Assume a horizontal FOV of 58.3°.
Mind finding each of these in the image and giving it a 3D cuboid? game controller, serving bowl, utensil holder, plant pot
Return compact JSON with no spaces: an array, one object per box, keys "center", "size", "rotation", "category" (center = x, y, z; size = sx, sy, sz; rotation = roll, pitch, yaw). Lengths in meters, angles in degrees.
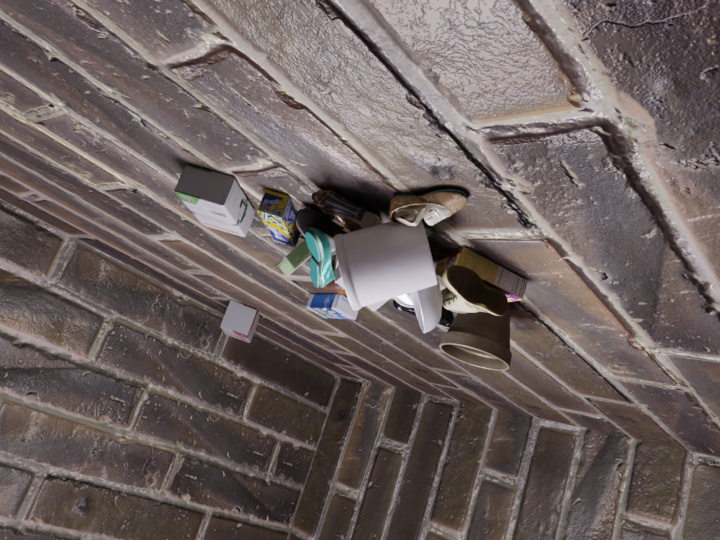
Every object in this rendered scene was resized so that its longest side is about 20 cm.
[{"center":[0.192,0.112,1.955],"size":[0.196,0.043,0.105],"rotation":[21,-160,-6],"category":"game controller"},{"center":[0.159,0.046,1.579],"size":[0.064,0.204,0.201],"rotation":[-15,161,0],"category":"serving bowl"},{"center":[0.058,-0.021,1.428],"size":[0.196,0.173,0.170],"rotation":[-15,158,4],"category":"utensil holder"},{"center":[0.334,0.158,1.773],"size":[0.196,0.177,0.200],"rotation":[18,164,5],"category":"plant pot"}]

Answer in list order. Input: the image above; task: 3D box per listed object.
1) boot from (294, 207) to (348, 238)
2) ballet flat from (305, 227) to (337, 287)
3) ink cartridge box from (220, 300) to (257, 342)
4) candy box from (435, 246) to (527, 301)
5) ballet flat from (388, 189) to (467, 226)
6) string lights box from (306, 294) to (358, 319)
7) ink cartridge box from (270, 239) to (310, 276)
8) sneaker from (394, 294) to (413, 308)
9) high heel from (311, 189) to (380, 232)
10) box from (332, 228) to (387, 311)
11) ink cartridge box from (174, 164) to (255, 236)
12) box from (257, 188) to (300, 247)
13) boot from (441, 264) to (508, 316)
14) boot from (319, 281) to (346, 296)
[{"center":[-0.110,-0.108,1.557],"size":[0.198,0.074,0.150],"rotation":[24,-174,-43],"category":"boot"},{"center":[-0.084,-0.041,1.473],"size":[0.068,0.070,0.202],"rotation":[48,156,29],"category":"ballet flat"},{"center":[-0.597,0.257,3.211],"size":[0.142,0.147,0.200],"rotation":[19,164,1],"category":"ink cartridge box"},{"center":[0.294,0.016,1.583],"size":[0.197,0.057,0.116],"rotation":[27,162,-17],"category":"candy box"},{"center":[0.134,-0.122,1.319],"size":[0.070,0.066,0.198],"rotation":[32,159,-35],"category":"ballet flat"},{"center":[-0.103,0.133,2.403],"size":[0.102,0.060,0.198],"rotation":[32,159,-33],"category":"string lights box"},{"center":[-0.164,-0.045,1.764],"size":[0.048,0.145,0.200],"rotation":[49,159,-3],"category":"ink cartridge box"},{"center":[0.106,0.046,1.858],"size":[0.197,0.077,0.116],"rotation":[16,165,21],"category":"sneaker"},{"center":[-0.031,-0.126,1.522],"size":[0.141,0.072,0.200],"rotation":[25,170,25],"category":"high heel"},{"center":[0.000,0.000,1.704],"size":[0.200,0.097,0.125],"rotation":[40,-164,-48],"category":"box"},{"center":[-0.377,-0.179,1.695],"size":[0.143,0.086,0.200],"rotation":[17,163,12],"category":"ink cartridge box"},{"center":[-0.206,-0.133,1.680],"size":[0.069,0.065,0.201],"rotation":[16,162,11],"category":"box"},{"center":[0.238,0.052,1.548],"size":[0.198,0.073,0.154],"rotation":[29,164,-28],"category":"boot"},{"center":[-0.023,0.050,2.037],"size":[0.197,0.070,0.188],"rotation":[7,158,36],"category":"boot"}]
